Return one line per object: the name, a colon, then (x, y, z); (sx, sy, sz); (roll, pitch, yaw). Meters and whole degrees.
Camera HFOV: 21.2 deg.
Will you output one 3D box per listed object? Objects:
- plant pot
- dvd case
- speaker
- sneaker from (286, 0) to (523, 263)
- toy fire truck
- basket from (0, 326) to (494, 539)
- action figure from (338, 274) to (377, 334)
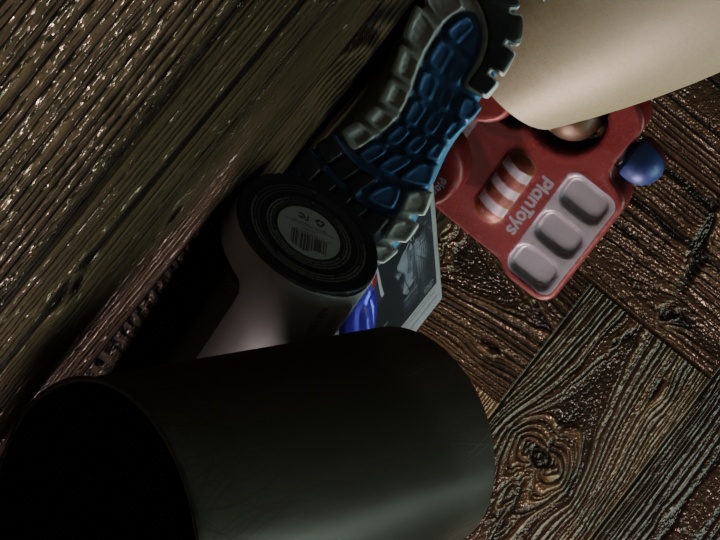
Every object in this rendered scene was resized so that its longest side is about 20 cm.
plant pot: (0.159, -0.175, 1.128); (0.200, 0.188, 0.187); (-38, -176, 33)
dvd case: (0.000, 0.000, 1.236); (0.150, 0.025, 0.201); (-50, 152, -30)
speaker: (-0.070, 0.047, 0.994); (0.200, 0.081, 0.081); (-54, 176, 37)
sneaker: (0.021, -0.073, 1.070); (0.200, 0.075, 0.087); (-52, -178, 5)
toy fire truck: (0.122, -0.094, 1.337); (0.200, 0.168, 0.112); (-54, 176, 37)
basket: (-0.045, 0.103, 0.877); (0.199, 0.136, 0.181); (-15, 143, -43)
action figure: (-0.004, 0.015, 1.143); (0.065, 0.051, 0.201); (-62, 155, -63)
